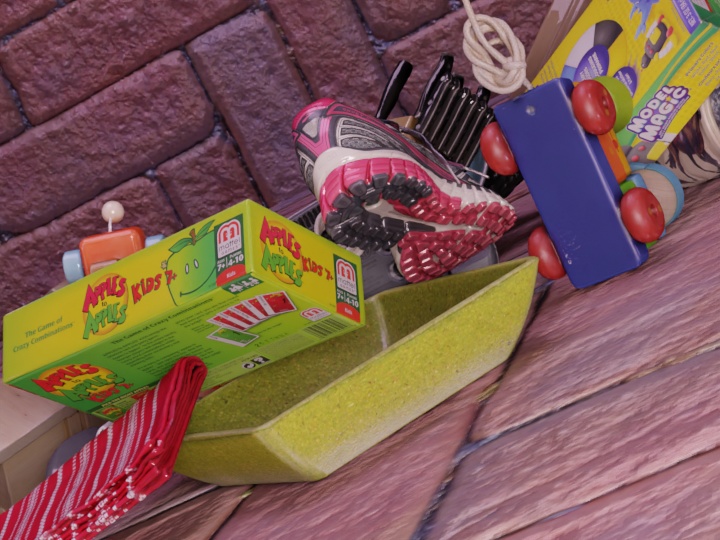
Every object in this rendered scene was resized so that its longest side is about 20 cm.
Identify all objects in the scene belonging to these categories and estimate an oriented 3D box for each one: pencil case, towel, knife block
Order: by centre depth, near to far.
[{"bbox_3d":[-0.170,0.132,1.065,0.200,0.022,0.145,-38,13,16],"label":"towel"},{"bbox_3d":[0.207,-0.098,1.312,0.078,0.089,0.200,-47,16,-27],"label":"pencil case"},{"bbox_3d":[0.021,-0.074,1.479,0.200,0.064,0.176,-42,31,19],"label":"knife block"}]

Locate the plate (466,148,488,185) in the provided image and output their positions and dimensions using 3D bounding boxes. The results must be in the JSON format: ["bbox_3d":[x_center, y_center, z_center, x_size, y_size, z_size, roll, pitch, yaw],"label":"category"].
[{"bbox_3d":[0.041,-0.045,1.519,0.200,0.026,0.200,-39,34,32],"label":"plate"}]

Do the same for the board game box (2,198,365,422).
[{"bbox_3d":[-0.106,0.029,1.114,0.200,0.048,0.102,-24,-33,32],"label":"board game box"}]

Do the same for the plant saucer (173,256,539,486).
[{"bbox_3d":[-0.010,0.067,1.078,0.200,0.048,0.200,-31,8,-27],"label":"plant saucer"}]

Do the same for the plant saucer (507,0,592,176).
[{"bbox_3d":[0.148,-0.168,1.452,0.200,0.029,0.200,24,-90,-86],"label":"plant saucer"}]

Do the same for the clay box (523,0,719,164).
[{"bbox_3d":[0.167,-0.117,1.262,0.200,0.048,0.115,-53,33,30],"label":"clay box"}]

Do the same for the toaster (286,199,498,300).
[{"bbox_3d":[0.000,0.000,1.305,0.200,0.114,0.129,-29,2,5],"label":"toaster"}]

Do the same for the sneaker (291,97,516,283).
[{"bbox_3d":[0.030,-0.051,1.142,0.081,0.075,0.200,-36,-27,14],"label":"sneaker"}]

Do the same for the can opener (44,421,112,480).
[{"bbox_3d":[-0.146,0.101,1.296,0.066,0.053,0.200,9,19,20],"label":"can opener"}]

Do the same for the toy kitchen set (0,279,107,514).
[{"bbox_3d":[-0.241,0.044,1.358,0.180,0.163,0.200,26,46,34],"label":"toy kitchen set"}]

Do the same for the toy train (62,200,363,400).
[{"bbox_3d":[-0.092,0.024,1.215,0.199,0.151,0.056,-6,6,7],"label":"toy train"}]

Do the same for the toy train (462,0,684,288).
[{"bbox_3d":[0.130,-0.099,1.160,0.085,0.200,0.116,-23,3,34],"label":"toy train"}]

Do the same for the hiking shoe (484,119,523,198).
[{"bbox_3d":[0.088,-0.076,1.613,0.200,0.076,0.101,-38,-6,29],"label":"hiking shoe"}]
